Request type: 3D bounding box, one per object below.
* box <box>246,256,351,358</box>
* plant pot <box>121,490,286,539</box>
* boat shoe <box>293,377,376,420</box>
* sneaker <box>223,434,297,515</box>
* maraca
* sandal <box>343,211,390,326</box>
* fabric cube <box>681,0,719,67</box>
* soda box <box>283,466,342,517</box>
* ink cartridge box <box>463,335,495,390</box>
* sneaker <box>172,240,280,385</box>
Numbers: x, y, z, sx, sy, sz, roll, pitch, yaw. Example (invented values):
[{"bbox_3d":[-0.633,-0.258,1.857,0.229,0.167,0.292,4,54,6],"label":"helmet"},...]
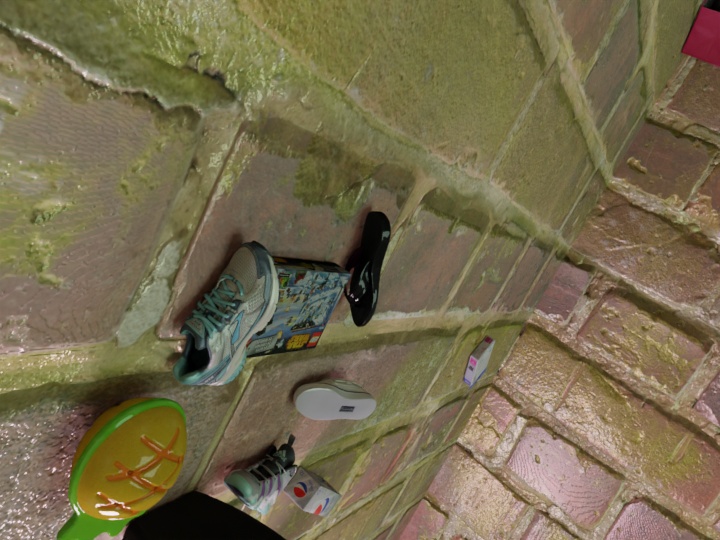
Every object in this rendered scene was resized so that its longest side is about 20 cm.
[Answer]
[{"bbox_3d":[-0.102,0.052,0.834,0.199,0.040,0.138,6,113,-62],"label":"box"},{"bbox_3d":[-0.257,0.456,0.858,0.199,0.176,0.202,-5,123,-59],"label":"plant pot"},{"bbox_3d":[-0.053,0.235,1.103,0.198,0.066,0.073,14,113,-41],"label":"boat shoe"},{"bbox_3d":[-0.164,0.351,1.037,0.140,0.077,0.201,-49,163,-20],"label":"sneaker"},{"bbox_3d":[-0.268,0.230,0.659,0.136,0.107,0.202,7,114,-55],"label":"maraca"},{"bbox_3d":[0.000,-0.001,0.942,0.047,0.075,0.203,-4,120,-28],"label":"sandal"},{"bbox_3d":[1.401,-0.937,2.233,0.196,0.199,0.201,-45,154,-23],"label":"fabric cube"},{"bbox_3d":[-0.105,0.506,1.318,0.064,0.068,0.201,-50,155,-14],"label":"soda box"},{"bbox_3d":[0.434,0.342,2.140,0.119,0.042,0.202,-40,147,-33],"label":"ink cartridge box"},{"bbox_3d":[-0.163,0.059,0.692,0.086,0.077,0.202,-4,122,-56],"label":"sneaker"}]
